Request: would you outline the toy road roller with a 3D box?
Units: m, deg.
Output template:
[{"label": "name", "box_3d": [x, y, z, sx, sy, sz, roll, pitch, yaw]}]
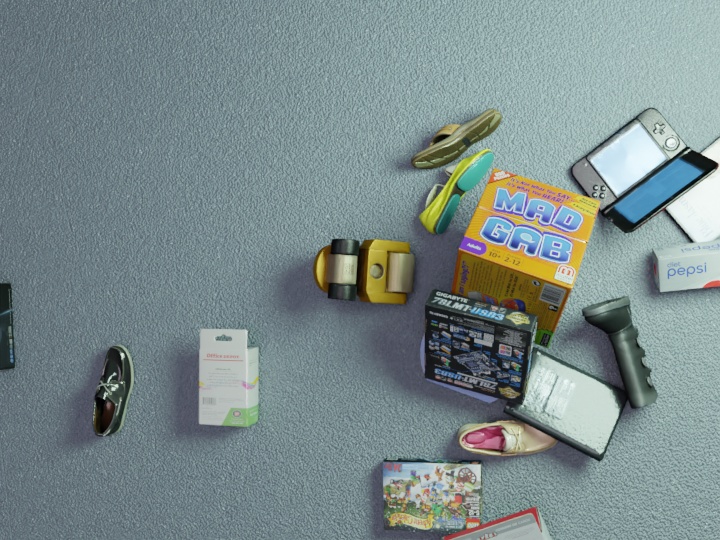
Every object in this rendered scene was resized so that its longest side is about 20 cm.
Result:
[{"label": "toy road roller", "box_3d": [0.000, 0.000, 1.531, 0.198, 0.146, 0.124, 4, 89, -24]}]

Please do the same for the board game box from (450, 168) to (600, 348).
[{"label": "board game box", "box_3d": [0.291, -0.021, 1.364, 0.198, 0.201, 0.201, 19, 58, 13]}]

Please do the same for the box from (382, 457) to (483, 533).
[{"label": "box", "box_3d": [0.145, 0.449, 1.507, 0.198, 0.038, 0.138, -2, 88, 14]}]

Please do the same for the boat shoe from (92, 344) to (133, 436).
[{"label": "boat shoe", "box_3d": [-0.551, 0.266, 1.671, 0.071, 0.068, 0.202, 8, 89, 15]}]

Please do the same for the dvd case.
[{"label": "dvd case", "box_3d": [0.667, -0.156, 1.407, 0.200, 0.018, 0.143, -40, 81, 10]}]

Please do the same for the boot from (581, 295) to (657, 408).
[{"label": "boot", "box_3d": [0.476, 0.155, 1.377, 0.065, 0.164, 0.202, -16, 84, 41]}]

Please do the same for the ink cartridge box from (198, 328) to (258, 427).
[{"label": "ink cartridge box", "box_3d": [-0.279, 0.223, 1.604, 0.116, 0.067, 0.203, 0, 89, 14]}]

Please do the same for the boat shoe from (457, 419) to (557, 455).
[{"label": "boat shoe", "box_3d": [0.284, 0.327, 1.460, 0.198, 0.069, 0.075, -8, 86, 13]}]

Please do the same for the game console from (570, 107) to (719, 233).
[{"label": "game console", "box_3d": [0.517, -0.189, 1.394, 0.199, 0.119, 0.173, -37, 81, 10]}]

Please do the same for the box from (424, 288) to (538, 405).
[{"label": "box", "box_3d": [0.215, 0.143, 1.383, 0.198, 0.050, 0.200, 13, 135, 20]}]

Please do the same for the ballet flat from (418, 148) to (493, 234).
[{"label": "ballet flat", "box_3d": [0.184, -0.168, 1.508, 0.067, 0.067, 0.201, 39, 100, 33]}]

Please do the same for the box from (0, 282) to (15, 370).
[{"label": "box", "box_3d": [-0.854, 0.128, 1.701, 0.043, 0.160, 0.203, -5, 86, 13]}]

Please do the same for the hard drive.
[{"label": "hard drive", "box_3d": [0.391, 0.252, 1.435, 0.199, 0.033, 0.140, 26, 74, 13]}]

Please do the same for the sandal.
[{"label": "sandal", "box_3d": [0.186, -0.267, 1.504, 0.199, 0.080, 0.054, -33, 66, 9]}]

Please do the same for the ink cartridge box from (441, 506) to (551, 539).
[{"label": "ink cartridge box", "box_3d": [0.261, 0.533, 1.425, 0.198, 0.084, 0.177, -22, 105, 12]}]

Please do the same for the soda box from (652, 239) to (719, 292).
[{"label": "soda box", "box_3d": [0.642, -0.012, 1.377, 0.198, 0.064, 0.069, -6, 110, 13]}]

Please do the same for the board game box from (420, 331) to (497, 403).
[{"label": "board game box", "box_3d": [0.220, 0.164, 1.499, 0.198, 0.039, 0.160, 18, 88, 12]}]
